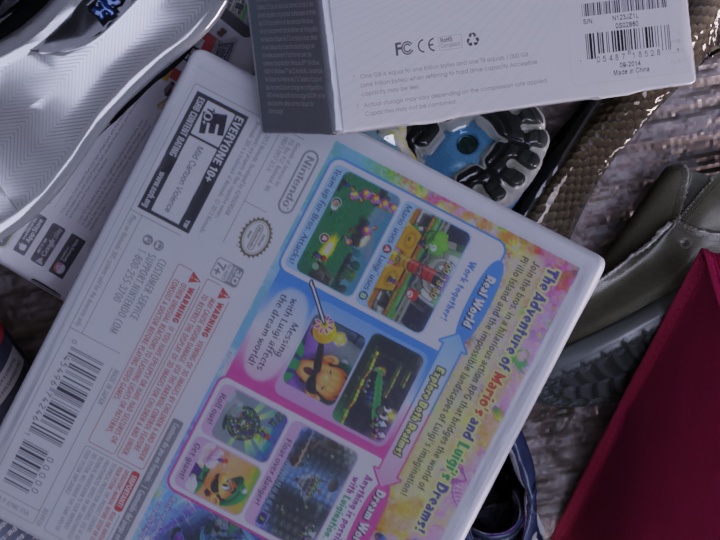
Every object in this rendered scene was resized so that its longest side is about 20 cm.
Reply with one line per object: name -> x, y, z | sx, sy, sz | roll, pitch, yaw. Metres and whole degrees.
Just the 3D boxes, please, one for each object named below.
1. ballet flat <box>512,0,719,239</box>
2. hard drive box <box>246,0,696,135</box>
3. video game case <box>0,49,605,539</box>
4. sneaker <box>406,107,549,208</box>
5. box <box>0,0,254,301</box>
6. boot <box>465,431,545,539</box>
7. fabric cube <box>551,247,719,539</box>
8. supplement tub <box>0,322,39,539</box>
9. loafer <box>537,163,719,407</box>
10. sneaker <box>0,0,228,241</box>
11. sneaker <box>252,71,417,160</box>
ballet flat -> 0.117, -0.060, 1.281 | 0.046, 0.067, 0.200 | 35, 84, -6
hard drive box -> 0.034, -0.159, 1.068 | 0.155, 0.077, 0.201 | -9, 97, -23
video game case -> -0.030, 0.043, 1.106 | 0.182, 0.024, 0.200 | 27, 91, 4
sneaker -> 0.000, 0.000, 1.242 | 0.200, 0.090, 0.078 | -33, 71, -9
box -> -0.106, -0.091, 1.209 | 0.110, 0.035, 0.200 | 32, 98, -13
boot -> 0.054, 0.135, 1.286 | 0.073, 0.090, 0.201 | -22, 105, -11
fabric cube -> 0.222, 0.137, 1.243 | 0.199, 0.200, 0.196 | 10, 130, -17
supplement tub -> -0.167, 0.117, 1.195 | 0.140, 0.140, 0.200 | -37, 107, -6
loafer -> 0.152, -0.007, 1.305 | 0.200, 0.075, 0.070 | -31, 65, -1
sneaker -> -0.136, -0.062, 1.132 | 0.200, 0.112, 0.073 | -39, 95, -11
sneaker -> 0.013, -0.039, 1.168 | 0.130, 0.080, 0.200 | 21, 82, 13
